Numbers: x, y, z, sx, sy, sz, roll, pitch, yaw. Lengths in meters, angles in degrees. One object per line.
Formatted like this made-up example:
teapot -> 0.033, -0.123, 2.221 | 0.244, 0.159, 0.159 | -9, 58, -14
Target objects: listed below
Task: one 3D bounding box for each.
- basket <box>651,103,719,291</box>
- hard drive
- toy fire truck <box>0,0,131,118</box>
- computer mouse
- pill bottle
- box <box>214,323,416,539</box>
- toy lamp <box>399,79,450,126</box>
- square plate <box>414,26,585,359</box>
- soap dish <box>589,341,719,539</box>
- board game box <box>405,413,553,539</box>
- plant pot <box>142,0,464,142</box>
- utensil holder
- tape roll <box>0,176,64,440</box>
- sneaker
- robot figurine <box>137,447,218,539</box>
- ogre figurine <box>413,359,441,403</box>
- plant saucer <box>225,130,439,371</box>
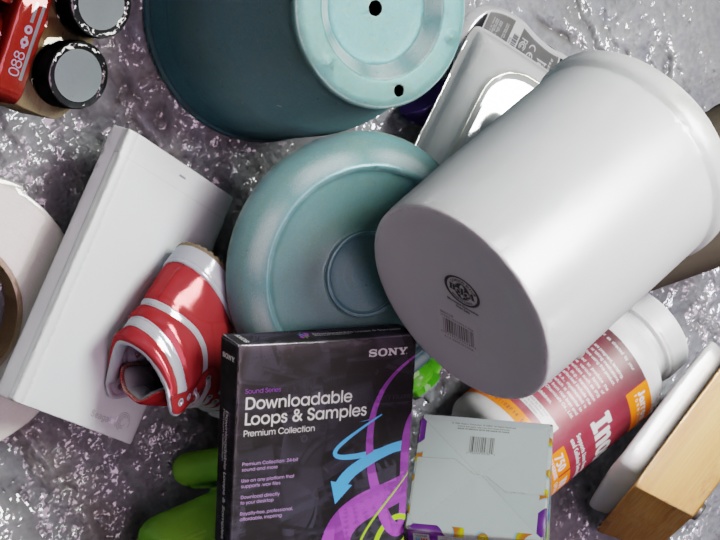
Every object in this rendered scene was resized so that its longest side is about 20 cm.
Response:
basket -> 0.254, -0.049, 1.223 | 0.199, 0.180, 0.137 | -22, 90, -17
hard drive -> -0.172, 0.014, 1.020 | 0.132, 0.026, 0.201 | 34, 75, -55
toy fire truck -> -0.261, -0.212, 0.926 | 0.199, 0.128, 0.177 | 20, 88, -41
computer mouse -> 0.143, -0.163, 1.203 | 0.199, 0.044, 0.110 | 28, 88, -36
pill bottle -> 0.185, 0.104, 1.226 | 0.199, 0.113, 0.113 | -35, 114, -20
box -> -0.033, 0.141, 1.010 | 0.142, 0.036, 0.202 | -3, 100, -28
toy lamp -> 0.098, -0.059, 1.183 | 0.058, 0.058, 0.201 | -39, 115, -19
square plate -> 0.134, -0.063, 1.116 | 0.199, 0.028, 0.199 | 29, 79, -9
soap dish -> 0.282, 0.161, 1.249 | 0.081, 0.200, 0.158 | 37, 74, 13
board game box -> 0.098, 0.217, 1.129 | 0.201, 0.104, 0.104 | 82, 15, -50
plant pot -> -0.029, -0.188, 1.011 | 0.199, 0.188, 0.202 | -5, 100, -29
utensil holder -> 0.132, -0.033, 0.987 | 0.200, 0.169, 0.171 | -38, 115, -29
tape roll -> -0.290, 0.027, 0.981 | 0.201, 0.037, 0.205 | -5, 101, -29
sneaker -> -0.116, 0.089, 1.045 | 0.113, 0.071, 0.201 | -54, 134, -33
robot figurine -> -0.091, 0.222, 1.082 | 0.199, 0.115, 0.177 | -20, 99, -26
ogre figurine -> 0.002, 0.033, 1.119 | 0.199, 0.098, 0.121 | 18, 78, -41
plant saucer -> 0.000, 0.000, 1.033 | 0.199, 0.027, 0.202 | -6, 104, -24
